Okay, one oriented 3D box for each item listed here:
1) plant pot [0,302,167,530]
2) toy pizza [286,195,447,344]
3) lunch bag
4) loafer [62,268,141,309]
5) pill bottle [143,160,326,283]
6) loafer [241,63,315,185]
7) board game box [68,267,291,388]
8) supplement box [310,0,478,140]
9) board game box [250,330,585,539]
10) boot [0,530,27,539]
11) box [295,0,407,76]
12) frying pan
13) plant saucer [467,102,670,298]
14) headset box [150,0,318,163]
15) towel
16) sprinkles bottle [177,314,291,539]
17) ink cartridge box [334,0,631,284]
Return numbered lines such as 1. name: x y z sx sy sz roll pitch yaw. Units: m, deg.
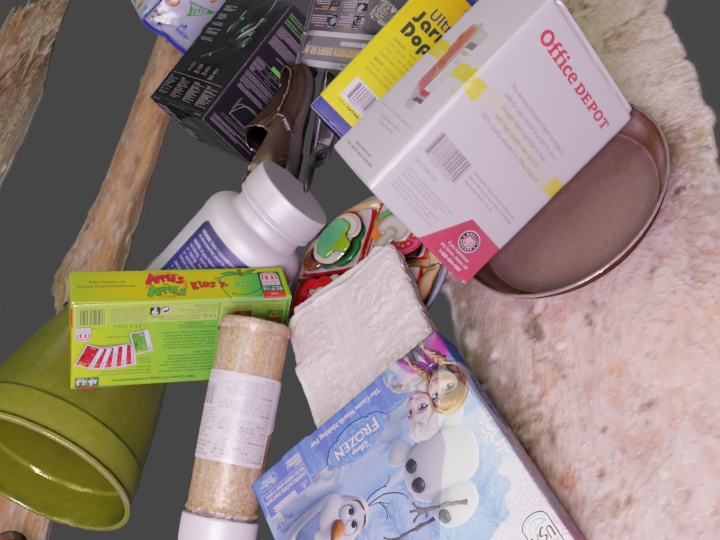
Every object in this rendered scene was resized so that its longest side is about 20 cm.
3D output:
1. plant pot: -0.286 0.129 0.974 0.199 0.201 0.194 -13 39 36
2. toy pizza: 0.000 0.000 0.916 0.199 0.032 0.202 -25 44 27
3. lunch bag: -0.251 -0.453 1.459 0.200 0.123 0.170 -51 37 10
4. loafer: -0.321 0.065 1.116 0.200 0.071 0.073 -40 32 12
5. pill bottle: -0.133 -0.010 0.965 0.200 0.119 0.120 -45 38 15
6. loafer: -0.098 -0.169 1.097 0.073 0.070 0.202 117 163 -52
7. board game box: -0.171 0.053 0.888 0.048 0.198 0.102 -115 30 -49
8. supplement box: 0.060 -0.190 0.925 0.200 0.109 0.109 -46 0 4
9. board game box: 0.034 0.182 0.697 0.200 0.043 0.200 -41 52 9
10. boot: -0.401 0.370 0.957 0.097 0.075 0.201 19 71 52
11. box: 0.015 -0.303 1.096 0.199 0.048 0.160 20 97 50
12. frying pan: -0.040 -0.157 1.020 0.190 0.031 0.116 -105 25 -73
13. plant saucer: 0.172 -0.057 0.800 0.199 0.034 0.202 -24 45 27
14. headset box: -0.152 -0.261 1.227 0.201 0.093 0.174 -54 39 -7
15. towel: 0.011 0.081 0.811 0.132 0.034 0.201 -36 51 16
16. sprinkles bottle: -0.110 0.143 0.830 0.068 0.068 0.202 0 76 43
17. ink cartridge box: 0.102 -0.114 0.772 0.200 0.145 0.084 -44 37 5
